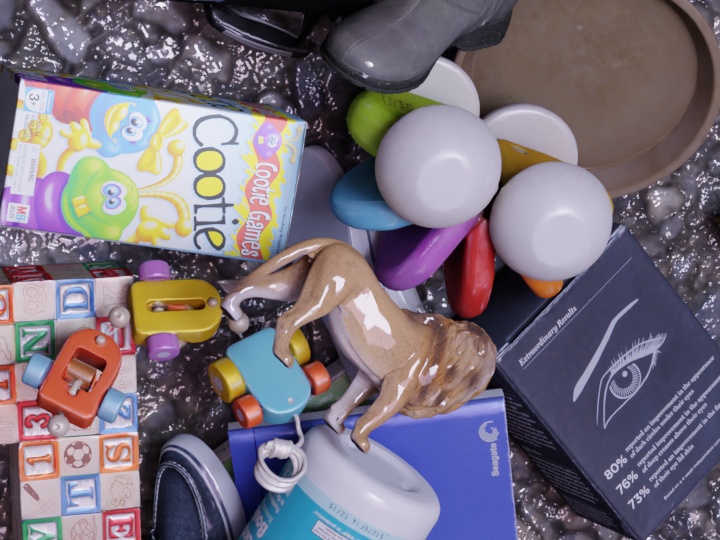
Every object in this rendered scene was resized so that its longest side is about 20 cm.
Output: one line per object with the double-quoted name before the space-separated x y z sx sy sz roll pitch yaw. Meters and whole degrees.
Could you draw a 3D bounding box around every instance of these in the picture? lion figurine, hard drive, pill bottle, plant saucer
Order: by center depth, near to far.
"lion figurine" 0.003 0.037 1.424 0.122 0.072 0.200 -46 119 -10
"pill bottle" -0.039 0.216 1.491 0.111 0.111 0.200 28 102 -20
"hard drive" 0.011 0.161 1.553 0.199 0.025 0.132 -7 110 0
"plant saucer" 0.165 -0.139 1.560 0.199 0.030 0.200 1 127 1

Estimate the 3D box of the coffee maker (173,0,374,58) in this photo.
"coffee maker" -0.083 -0.245 1.421 0.199 0.192 0.135 3 58 -19

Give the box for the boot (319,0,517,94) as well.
"boot" 0.057 -0.200 1.405 0.200 0.068 0.131 -30 153 -48

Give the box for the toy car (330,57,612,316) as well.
"toy car" 0.068 -0.046 1.483 0.200 0.175 0.150 25 110 -16

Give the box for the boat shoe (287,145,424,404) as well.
"boat shoe" 0.000 0.000 1.565 0.065 0.073 0.200 -26 101 -47

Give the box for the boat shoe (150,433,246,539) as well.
"boat shoe" -0.132 0.223 1.540 0.091 0.071 0.201 -27 118 -42

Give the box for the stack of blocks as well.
"stack of blocks" -0.219 0.099 1.515 0.115 0.059 0.201 -4 102 -16

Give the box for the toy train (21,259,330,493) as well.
"toy train" -0.124 0.080 1.463 0.200 0.056 0.150 22 61 -3

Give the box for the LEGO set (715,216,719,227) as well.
"LEGO set" 0.368 -0.075 1.657 0.153 0.116 0.201 17 93 10

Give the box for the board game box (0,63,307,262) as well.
"board game box" -0.152 -0.075 1.476 0.199 0.105 0.103 8 98 -19

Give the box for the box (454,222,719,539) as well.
"box" 0.181 0.079 1.604 0.148 0.104 0.200 -43 110 -13

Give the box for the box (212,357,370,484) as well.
"box" -0.013 0.183 1.611 0.144 0.036 0.200 -35 110 -8
